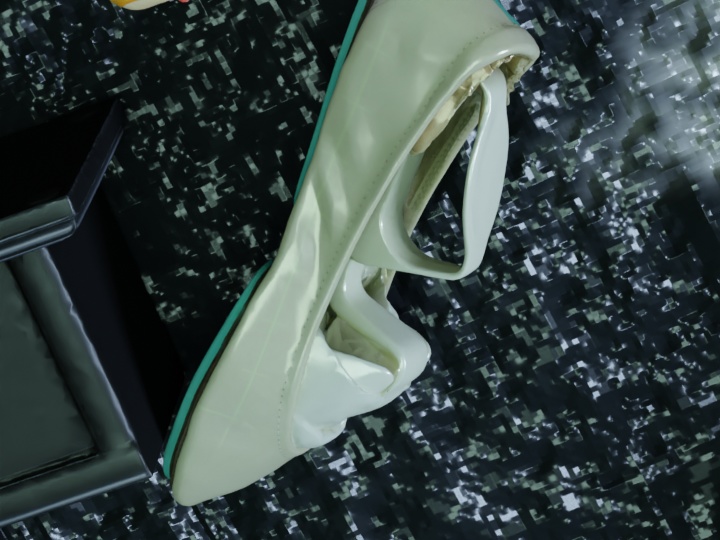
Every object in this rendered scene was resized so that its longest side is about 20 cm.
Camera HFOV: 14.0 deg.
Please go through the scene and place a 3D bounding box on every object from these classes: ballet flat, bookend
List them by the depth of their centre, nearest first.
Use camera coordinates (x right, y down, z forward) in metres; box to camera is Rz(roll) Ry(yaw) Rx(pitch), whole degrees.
[{"bbox_3d":[0.000,0.000,0.898,0.069,0.069,0.200,22,113,-3],"label":"ballet flat"},{"bbox_3d":[-0.136,0.078,0.932,0.199,0.092,0.200,-18,110,12],"label":"bookend"}]

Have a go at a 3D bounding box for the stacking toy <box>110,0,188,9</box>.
[{"bbox_3d":[-0.001,-0.127,0.844,0.200,0.116,0.110,-31,103,28],"label":"stacking toy"}]
